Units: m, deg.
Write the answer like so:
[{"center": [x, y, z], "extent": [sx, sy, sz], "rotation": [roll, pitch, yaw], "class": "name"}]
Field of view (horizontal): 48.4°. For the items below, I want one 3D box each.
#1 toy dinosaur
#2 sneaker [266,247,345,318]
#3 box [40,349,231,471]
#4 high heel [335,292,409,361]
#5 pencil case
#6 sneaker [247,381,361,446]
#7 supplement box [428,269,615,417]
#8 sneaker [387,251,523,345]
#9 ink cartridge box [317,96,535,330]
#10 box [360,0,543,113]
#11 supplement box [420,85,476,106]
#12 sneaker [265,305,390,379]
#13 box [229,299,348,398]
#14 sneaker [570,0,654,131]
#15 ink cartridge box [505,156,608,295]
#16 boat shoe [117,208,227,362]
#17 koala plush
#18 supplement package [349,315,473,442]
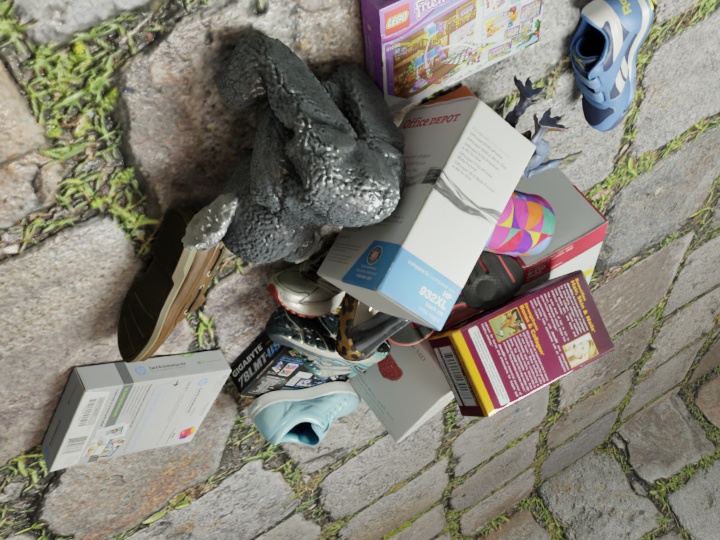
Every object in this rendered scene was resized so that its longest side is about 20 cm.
[{"center": [0.172, -0.143, 0.956], "extent": [0.199, 0.105, 0.182], "rotation": [-30, 160, -30], "class": "toy dinosaur"}, {"center": [-0.032, -0.005, 0.990], "extent": [0.199, 0.078, 0.083], "rotation": [-20, 140, -40], "class": "sneaker"}, {"center": [-0.279, 0.173, 1.005], "extent": [0.199, 0.041, 0.156], "rotation": [-3, 136, -42], "class": "box"}, {"center": [0.000, 0.000, 0.940], "extent": [0.071, 0.201, 0.142], "rotation": [11, 147, -30], "class": "high heel"}, {"center": [0.150, -0.060, 0.951], "extent": [0.199, 0.089, 0.089], "rotation": [2, 133, -46], "class": "pencil case"}, {"center": [-0.068, 0.216, 1.149], "extent": [0.199, 0.082, 0.074], "rotation": [-3, 139, -43], "class": "sneaker"}, {"center": [0.202, 0.092, 1.008], "extent": [0.199, 0.111, 0.086], "rotation": [-24, 179, -18], "class": "supplement box"}, {"center": [0.110, 0.034, 1.018], "extent": [0.199, 0.074, 0.087], "rotation": [-23, 175, -11], "class": "sneaker"}, {"center": [0.061, -0.057, 0.785], "extent": [0.083, 0.145, 0.201], "rotation": [32, 82, -23], "class": "ink cartridge box"}, {"center": [0.096, -0.252, 0.797], "extent": [0.199, 0.039, 0.137], "rotation": [-28, 150, -14], "class": "box"}, {"center": [0.113, -0.122, 0.971], "extent": [0.066, 0.069, 0.200], "rotation": [-27, 151, -12], "class": "supplement box"}, {"center": [-0.049, 0.103, 1.018], "extent": [0.199, 0.078, 0.086], "rotation": [19, 123, -45], "class": "sneaker"}, {"center": [-0.054, 0.105, 1.133], "extent": [0.199, 0.050, 0.200], "rotation": [-47, 148, 16], "class": "box"}, {"center": [0.289, -0.250, 0.972], "extent": [0.082, 0.074, 0.201], "rotation": [-25, 141, -15], "class": "sneaker"}, {"center": [0.239, -0.028, 1.150], "extent": [0.144, 0.146, 0.201], "rotation": [-28, 148, -13], "class": "ink cartridge box"}, {"center": [-0.195, 0.024, 0.851], "extent": [0.068, 0.072, 0.200], "rotation": [2, 133, -45], "class": "boat shoe"}, {"center": [-0.070, -0.078, 0.756], "extent": [0.177, 0.185, 0.200], "rotation": [5, 141, -48], "class": "koala plush"}, {"center": [0.091, 0.133, 1.143], "extent": [0.119, 0.121, 0.200], "rotation": [-29, 162, -36], "class": "supplement package"}]
